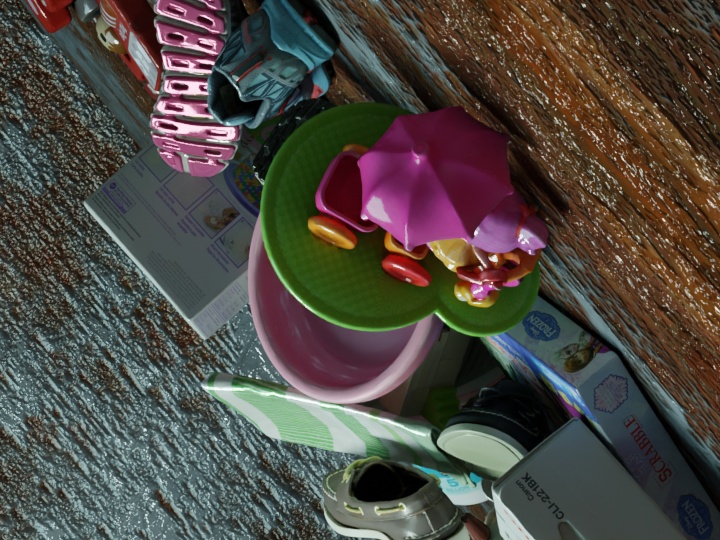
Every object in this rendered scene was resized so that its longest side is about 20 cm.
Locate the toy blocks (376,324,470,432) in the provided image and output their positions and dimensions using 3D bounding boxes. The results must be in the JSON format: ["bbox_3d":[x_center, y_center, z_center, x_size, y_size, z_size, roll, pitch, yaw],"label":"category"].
[{"bbox_3d":[0.023,0.016,1.715,0.100,0.137,0.200,-4,-149,-41],"label":"toy blocks"}]

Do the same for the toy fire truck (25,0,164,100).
[{"bbox_3d":[-0.209,-0.223,1.874,0.168,0.112,0.200,58,170,1],"label":"toy fire truck"}]

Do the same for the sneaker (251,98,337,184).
[{"bbox_3d":[0.004,-0.056,1.551,0.200,0.078,0.090,26,165,41],"label":"sneaker"}]

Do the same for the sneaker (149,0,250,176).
[{"bbox_3d":[-0.120,-0.164,1.690,0.088,0.073,0.200,-75,-11,-48],"label":"sneaker"}]

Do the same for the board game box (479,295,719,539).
[{"bbox_3d":[0.165,0.099,1.606,0.200,0.041,0.200,54,173,-33],"label":"board game box"}]

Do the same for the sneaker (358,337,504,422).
[{"bbox_3d":[0.066,0.090,1.816,0.105,0.200,0.076,26,-129,-47],"label":"sneaker"}]

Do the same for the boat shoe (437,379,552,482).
[{"bbox_3d":[0.108,0.116,1.623,0.074,0.066,0.199,12,168,20],"label":"boat shoe"}]

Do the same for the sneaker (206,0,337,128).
[{"bbox_3d":[-0.078,-0.147,1.600,0.079,0.095,0.200,50,173,4],"label":"sneaker"}]

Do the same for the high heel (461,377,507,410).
[{"bbox_3d":[0.083,0.069,1.867,0.143,0.071,0.200,53,176,-17],"label":"high heel"}]

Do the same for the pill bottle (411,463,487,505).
[{"bbox_3d":[0.072,0.123,2.060,0.200,0.111,0.111,55,172,-37],"label":"pill bottle"}]

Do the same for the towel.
[{"bbox_3d":[-0.015,0.126,1.739,0.199,0.023,0.153,14,166,22],"label":"towel"}]

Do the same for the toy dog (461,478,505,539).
[{"bbox_3d":[0.131,0.195,1.756,0.097,0.132,0.200,62,-156,-20],"label":"toy dog"}]

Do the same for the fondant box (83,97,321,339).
[{"bbox_3d":[-0.101,-0.064,1.765,0.144,0.200,0.058,47,177,22],"label":"fondant box"}]

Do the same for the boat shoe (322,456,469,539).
[{"bbox_3d":[0.019,0.179,1.733,0.200,0.072,0.060,17,132,65],"label":"boat shoe"}]

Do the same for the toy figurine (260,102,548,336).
[{"bbox_3d":[0.053,-0.031,1.349,0.200,0.150,0.184,29,168,-12],"label":"toy figurine"}]

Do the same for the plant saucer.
[{"bbox_3d":[0.000,0.000,1.648,0.051,0.201,0.201,5,-149,-46],"label":"plant saucer"}]

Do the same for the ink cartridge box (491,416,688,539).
[{"bbox_3d":[0.172,0.201,1.577,0.144,0.084,0.200,48,174,15],"label":"ink cartridge box"}]
